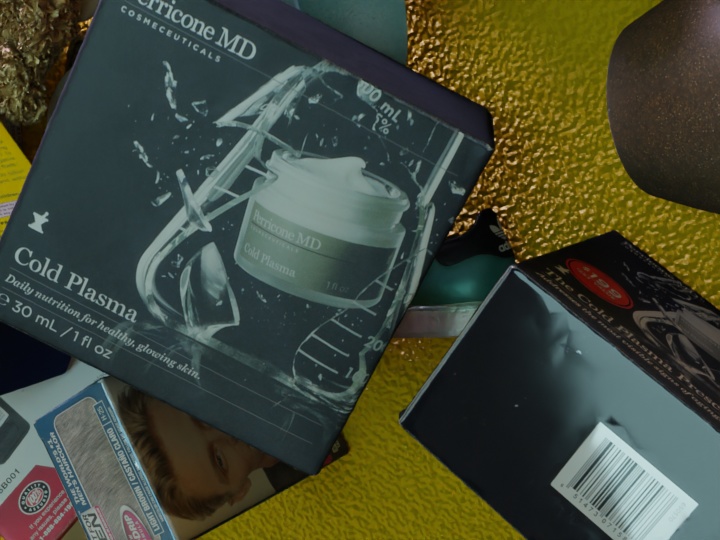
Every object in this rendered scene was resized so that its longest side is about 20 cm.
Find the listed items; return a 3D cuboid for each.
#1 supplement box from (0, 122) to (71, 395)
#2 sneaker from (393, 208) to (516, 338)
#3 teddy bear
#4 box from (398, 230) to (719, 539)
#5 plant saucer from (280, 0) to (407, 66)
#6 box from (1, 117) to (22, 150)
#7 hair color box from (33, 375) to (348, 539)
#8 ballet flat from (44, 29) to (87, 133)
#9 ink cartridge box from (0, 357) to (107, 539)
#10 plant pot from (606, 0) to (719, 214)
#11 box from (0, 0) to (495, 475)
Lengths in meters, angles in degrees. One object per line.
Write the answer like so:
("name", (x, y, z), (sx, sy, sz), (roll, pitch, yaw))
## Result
("supplement box", (-0.269, -0.024, 0.742), (0.200, 0.109, 0.109), (50, 134, 22))
("sneaker", (0.000, 0.000, 0.730), (0.199, 0.071, 0.080), (-3, 94, 19))
("teddy bear", (-0.214, -0.167, 0.775), (0.200, 0.067, 0.145), (-43, 32, 52))
("box", (0.153, 0.084, 0.596), (0.200, 0.182, 0.104), (40, 112, 16))
("plant saucer", (-0.056, -0.165, 0.694), (0.201, 0.039, 0.201), (35, 144, 31))
("box", (-0.352, -0.163, 0.896), (0.199, 0.050, 0.199), (0, 94, 25))
("hair color box", (-0.093, 0.102, 0.713), (0.060, 0.200, 0.100), (-31, 83, 26))
("ballet flat", (-0.205, -0.080, 0.825), (0.068, 0.063, 0.201), (27, 108, 22))
("ink cartridge box", (-0.232, 0.092, 0.816), (0.200, 0.083, 0.145), (36, 78, 18))
("plant pot", (0.226, -0.092, 0.553), (0.199, 0.187, 0.188), (-4, 95, 41))
("box", (-0.061, -0.035, 0.619), (0.199, 0.124, 0.197), (27, 106, -3))
